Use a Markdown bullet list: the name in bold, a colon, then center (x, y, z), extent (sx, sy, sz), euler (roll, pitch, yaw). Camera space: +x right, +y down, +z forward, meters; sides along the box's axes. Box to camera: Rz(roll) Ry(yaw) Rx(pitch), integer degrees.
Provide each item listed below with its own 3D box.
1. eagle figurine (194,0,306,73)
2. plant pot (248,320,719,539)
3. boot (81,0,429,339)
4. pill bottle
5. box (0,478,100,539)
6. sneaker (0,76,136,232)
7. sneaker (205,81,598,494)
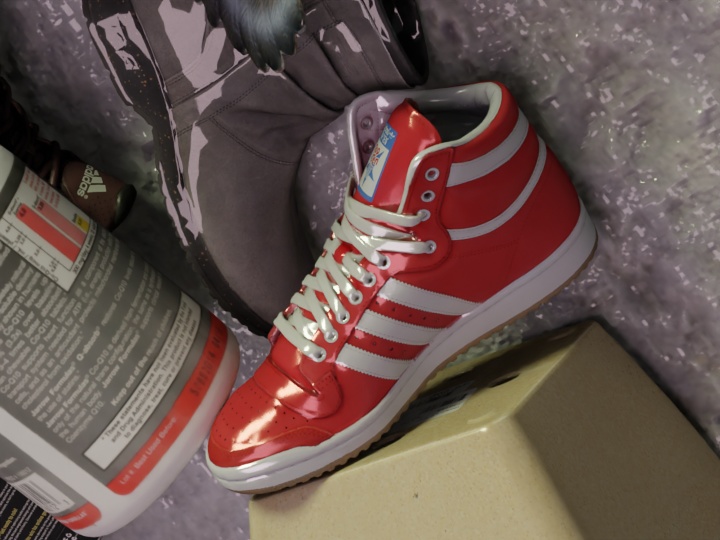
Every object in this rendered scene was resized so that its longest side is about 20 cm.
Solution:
- **eagle figurine**: center (-0.032, -0.196, 0.877), extent (0.151, 0.151, 0.200), euler (9, 145, 46)
- **plant pot**: center (0.064, 0.138, 1.002), extent (0.199, 0.200, 0.178), euler (-20, 97, 29)
- **boot**: center (-0.026, -0.067, 0.987), extent (0.131, 0.070, 0.201), euler (-16, 117, 20)
- **pill bottle**: center (-0.160, 0.016, 0.983), extent (0.200, 0.116, 0.116), euler (40, 125, -17)
- **box**: center (-0.209, 0.108, 1.121), extent (0.159, 0.044, 0.200), euler (19, 127, -21)
- **sneaker**: center (-0.158, -0.067, 1.038), extent (0.115, 0.076, 0.201), euler (13, 132, 7)
- **sneaker**: center (0.000, 0.000, 0.947), extent (0.200, 0.071, 0.113), euler (-38, 127, -10)
